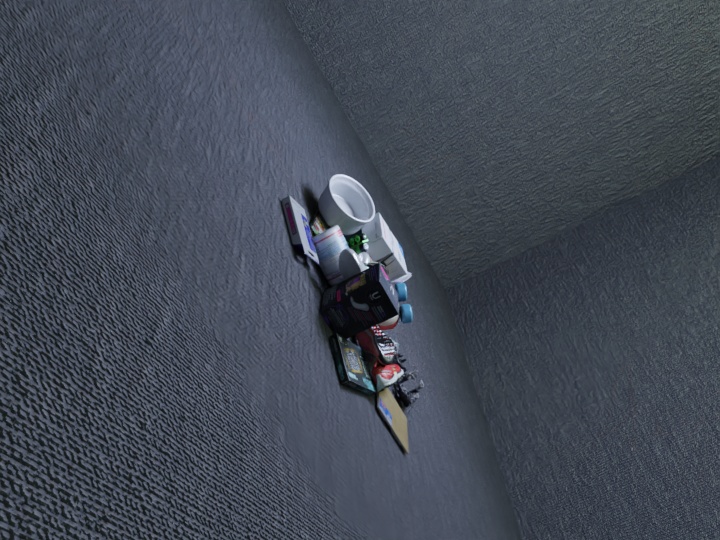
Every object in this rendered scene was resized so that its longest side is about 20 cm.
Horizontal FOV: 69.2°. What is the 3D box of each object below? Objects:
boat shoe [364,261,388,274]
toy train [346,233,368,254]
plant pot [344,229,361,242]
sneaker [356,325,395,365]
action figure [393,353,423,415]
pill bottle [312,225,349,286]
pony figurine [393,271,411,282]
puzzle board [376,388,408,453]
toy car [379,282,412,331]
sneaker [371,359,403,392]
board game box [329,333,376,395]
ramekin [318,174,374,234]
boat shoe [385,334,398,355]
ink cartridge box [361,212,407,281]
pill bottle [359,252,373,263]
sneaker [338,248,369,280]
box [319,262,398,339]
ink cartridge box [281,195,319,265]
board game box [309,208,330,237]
[{"bbox_3d":[0.032,0.010,1.724,0.197,0.064,0.076,2,103,-46],"label":"boat shoe"},{"bbox_3d":[-0.039,-0.062,1.655,0.041,0.198,0.058,-19,86,-40],"label":"toy train"},{"bbox_3d":[-0.019,-0.161,1.971,0.203,0.132,0.202,57,16,-26],"label":"plant pot"},{"bbox_3d":[0.039,0.221,1.583,0.072,0.088,0.202,6,36,-36],"label":"sneaker"},{"bbox_3d":[0.163,0.387,1.801,0.120,0.099,0.204,64,7,-55],"label":"action figure"},{"bbox_3d":[-0.071,-0.025,1.598,0.204,0.106,0.109,63,14,-8],"label":"pill bottle"},{"bbox_3d":[0.095,0.023,2.117,0.193,0.163,0.204,-46,118,-41],"label":"pony figurine"},{"bbox_3d":[0.097,0.446,1.625,0.203,0.017,0.152,59,16,-22],"label":"puzzle board"},{"bbox_3d":[0.071,0.163,1.790,0.203,0.178,0.180,92,-10,-47],"label":"toy car"},{"bbox_3d":[0.078,0.304,1.600,0.087,0.076,0.200,62,10,6],"label":"sneaker"},{"bbox_3d":[-0.019,0.267,1.464,0.200,0.028,0.138,44,26,-58],"label":"board game box"},{"bbox_3d":[-0.053,-0.223,1.813,0.197,0.098,0.204,27,41,-26],"label":"ramekin"},{"bbox_3d":[0.087,0.241,1.676,0.201,0.069,0.072,180,-80,-81],"label":"boat shoe"},{"bbox_3d":[0.084,-0.082,1.876,0.201,0.082,0.147,53,19,-38],"label":"ink cartridge box"},{"bbox_3d":[0.000,0.000,1.817,0.201,0.109,0.113,52,18,-43],"label":"pill bottle"},{"bbox_3d":[0.001,0.007,1.548,0.203,0.073,0.089,63,39,-28],"label":"sneaker"},{"bbox_3d":[-0.002,0.090,1.474,0.124,0.196,0.107,57,18,-24],"label":"box"},{"bbox_3d":[-0.174,-0.111,1.516,0.095,0.036,0.204,42,25,-60],"label":"ink cartridge box"},{"bbox_3d":[-0.131,-0.129,1.736,0.107,0.023,0.201,62,14,-20],"label":"board game box"}]
